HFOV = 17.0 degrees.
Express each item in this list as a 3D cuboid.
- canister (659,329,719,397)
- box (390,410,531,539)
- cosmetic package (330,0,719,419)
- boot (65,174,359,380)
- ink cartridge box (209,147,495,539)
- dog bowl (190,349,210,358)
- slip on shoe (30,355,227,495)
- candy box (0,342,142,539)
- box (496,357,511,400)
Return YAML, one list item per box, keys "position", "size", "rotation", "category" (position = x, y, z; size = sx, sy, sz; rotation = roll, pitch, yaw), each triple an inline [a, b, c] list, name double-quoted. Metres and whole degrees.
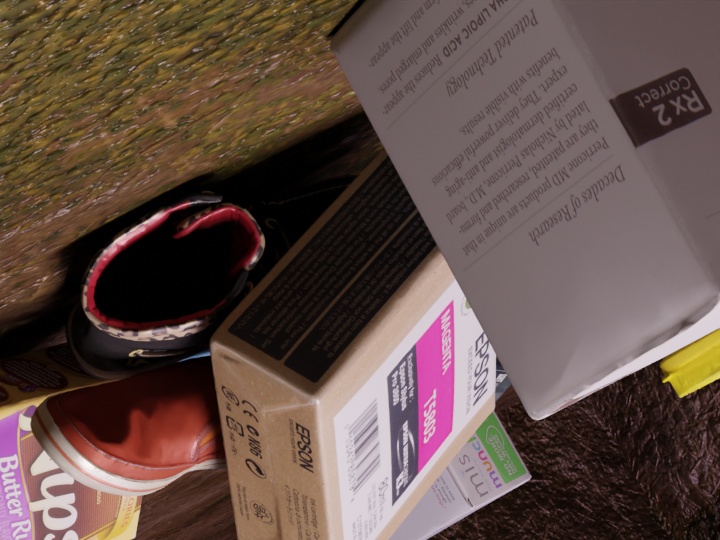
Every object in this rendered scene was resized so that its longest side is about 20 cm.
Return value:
- position: [0.233, -0.036, 1.649]
  size: [0.148, 0.200, 0.087]
  rotation: [-33, 171, 31]
  category: "canister"
- position: [-0.008, 0.111, 1.744]
  size: [0.176, 0.200, 0.097]
  rotation: [-35, 171, 32]
  category: "box"
- position: [0.124, -0.072, 1.052]
  size: [0.165, 0.200, 0.165]
  rotation: [-25, 171, -31]
  category: "cosmetic package"
- position: [-0.065, -0.005, 1.285]
  size: [0.200, 0.073, 0.151]
  rotation: [-21, 173, -8]
  category: "boot"
- position: [0.002, 0.057, 1.295]
  size: [0.165, 0.075, 0.200]
  rotation: [-48, 153, -28]
  category: "ink cartridge box"
- position: [-0.063, 0.062, 1.490]
  size: [0.200, 0.050, 0.112]
  rotation: [-15, 131, -4]
  category: "dog bowl"
- position: [-0.099, 0.076, 1.309]
  size: [0.200, 0.074, 0.061]
  rotation: [-3, 134, -50]
  category: "slip on shoe"
- position: [-0.203, 0.113, 1.335]
  size: [0.200, 0.056, 0.117]
  rotation: [-17, 124, -50]
  category: "candy box"
- position: [0.079, -0.002, 1.511]
  size: [0.046, 0.159, 0.200]
  rotation: [9, 169, -1]
  category: "box"
